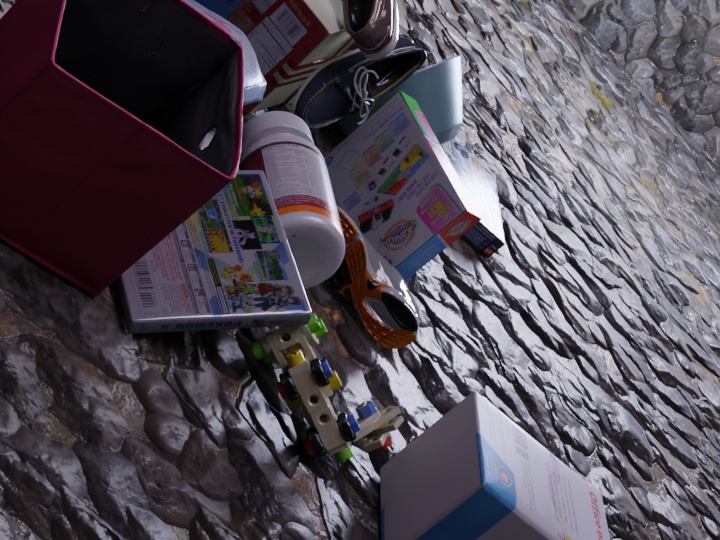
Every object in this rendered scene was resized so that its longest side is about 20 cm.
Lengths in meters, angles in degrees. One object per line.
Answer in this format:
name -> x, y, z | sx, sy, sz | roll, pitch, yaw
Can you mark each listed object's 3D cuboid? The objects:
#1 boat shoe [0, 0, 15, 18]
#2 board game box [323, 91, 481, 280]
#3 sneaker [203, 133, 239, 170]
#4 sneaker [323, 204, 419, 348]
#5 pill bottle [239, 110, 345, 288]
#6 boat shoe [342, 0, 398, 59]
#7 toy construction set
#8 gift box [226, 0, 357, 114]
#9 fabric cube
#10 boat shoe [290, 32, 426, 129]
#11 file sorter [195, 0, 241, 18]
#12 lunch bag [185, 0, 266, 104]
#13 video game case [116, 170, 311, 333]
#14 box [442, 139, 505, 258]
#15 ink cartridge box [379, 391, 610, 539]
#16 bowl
boat shoe -> -0.366, -0.249, 1.516 | 0.199, 0.062, 0.072 | 30, 30, -35
board game box -> 0.045, -0.101, 1.900 | 0.040, 0.153, 0.201 | 20, 37, -54
sneaker -> -0.148, -0.084, 1.638 | 0.084, 0.073, 0.201 | 15, 40, -48
sneaker -> 0.000, 0.000, 1.790 | 0.201, 0.075, 0.092 | 56, 16, -5
pill bottle -> -0.085, -0.082, 1.700 | 0.109, 0.109, 0.201 | 31, 30, -36
boat shoe -> 0.008, -0.365, 1.900 | 0.059, 0.071, 0.202 | 36, 47, -54
toy construction set -> -0.041, 0.117, 1.521 | 0.200, 0.092, 0.131 | 50, 2, -10
gift box -> -0.094, -0.323, 1.943 | 0.185, 0.199, 0.187 | 55, 22, 0
fabric cube -> -0.243, -0.138, 1.364 | 0.199, 0.199, 0.197 | 33, 36, -30
boat shoe -> -0.001, -0.235, 1.920 | 0.062, 0.199, 0.075 | 31, -37, 41
file sorter -> -0.215, -0.373, 1.799 | 0.139, 0.200, 0.122 | 54, 28, 12
lunch bag -> -0.216, -0.232, 1.647 | 0.199, 0.128, 0.169 | 31, 20, 11
video game case -> -0.158, -0.023, 1.491 | 0.181, 0.022, 0.201 | -2, 48, -23
box -> 0.150, -0.122, 2.255 | 0.137, 0.040, 0.201 | 40, 25, -23
ink cartridge box -> 0.139, 0.261, 1.535 | 0.200, 0.146, 0.147 | 39, 25, -22
bowl -> 0.062, -0.212, 2.083 | 0.106, 0.199, 0.201 | 68, 24, -4
